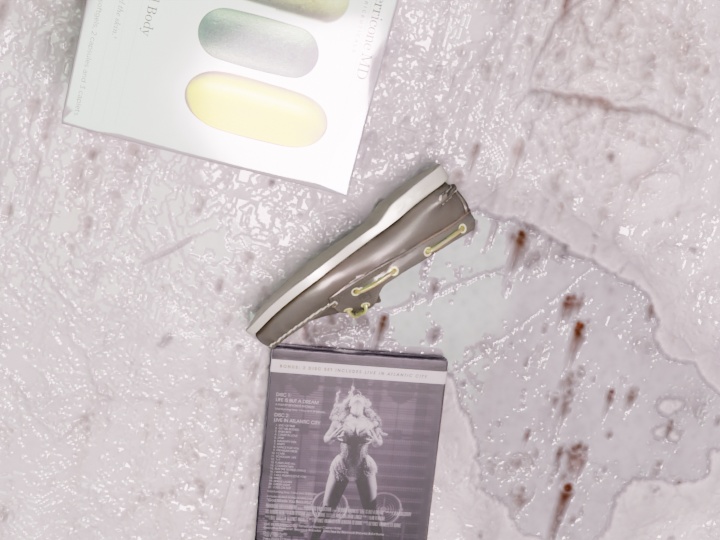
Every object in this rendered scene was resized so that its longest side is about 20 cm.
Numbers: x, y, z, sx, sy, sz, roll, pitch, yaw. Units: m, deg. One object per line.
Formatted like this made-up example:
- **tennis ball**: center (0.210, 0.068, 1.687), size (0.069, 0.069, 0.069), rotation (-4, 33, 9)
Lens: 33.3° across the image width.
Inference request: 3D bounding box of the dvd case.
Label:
- **dvd case**: center (-0.010, 0.164, 1.009), size (0.147, 0.016, 0.203), rotation (4, 103, -6)

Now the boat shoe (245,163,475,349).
- **boat shoe**: center (0.000, 0.000, 0.944), size (0.201, 0.072, 0.060), rotation (-39, 99, 0)

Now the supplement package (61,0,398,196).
- **supplement package**: center (-0.091, -0.159, 0.857), size (0.198, 0.151, 0.154), rotation (14, 101, -9)
